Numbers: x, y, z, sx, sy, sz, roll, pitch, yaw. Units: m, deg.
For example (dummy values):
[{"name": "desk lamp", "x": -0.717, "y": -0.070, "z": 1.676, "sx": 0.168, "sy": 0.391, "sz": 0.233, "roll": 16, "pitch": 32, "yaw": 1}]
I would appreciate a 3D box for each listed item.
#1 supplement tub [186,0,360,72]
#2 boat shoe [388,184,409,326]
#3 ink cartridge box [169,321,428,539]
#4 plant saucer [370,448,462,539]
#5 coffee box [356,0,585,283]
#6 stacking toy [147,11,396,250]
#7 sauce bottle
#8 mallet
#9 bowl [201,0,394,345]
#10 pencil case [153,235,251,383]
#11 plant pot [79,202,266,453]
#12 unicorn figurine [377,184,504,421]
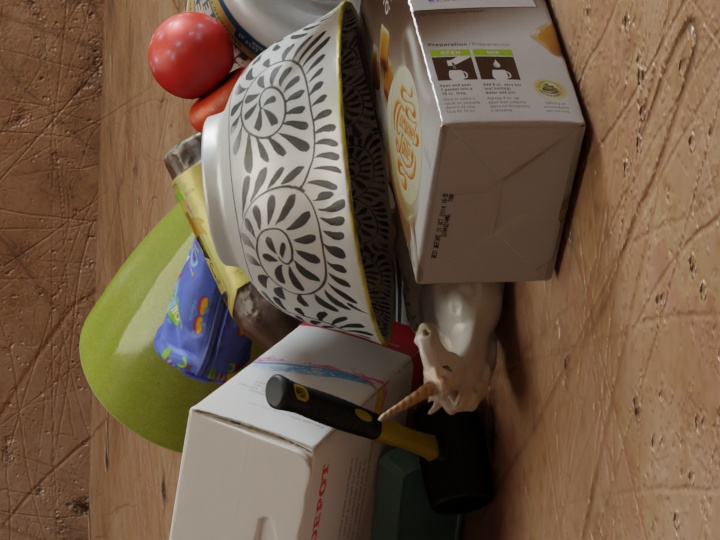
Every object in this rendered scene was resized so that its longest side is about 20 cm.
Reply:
[{"name": "supplement tub", "x": -0.038, "y": -0.177, "z": 1.599, "sx": 0.200, "sy": 0.143, "sz": 0.146, "roll": 126, "pitch": 141, "yaw": -71}, {"name": "boat shoe", "x": 0.000, "y": 0.000, "z": 1.622, "sx": 0.200, "sy": 0.067, "sz": 0.072, "roll": -108, "pitch": 20, "yaw": -55}, {"name": "ink cartridge box", "x": -0.034, "y": 0.124, "z": 1.455, "sx": 0.200, "sy": 0.085, "sz": 0.149, "roll": -33, "pitch": -43, "yaw": -61}, {"name": "plant saucer", "x": 0.033, "y": 0.189, "z": 1.506, "sx": 0.019, "sy": 0.070, "sz": 0.201, "roll": 36, "pitch": 132, "yaw": 38}, {"name": "coffee box", "x": 0.055, "y": -0.103, "z": 1.310, "sx": 0.115, "sy": 0.079, "sz": 0.201, "roll": 100, "pitch": 164, "yaw": -44}, {"name": "stacking toy", "x": -0.060, "y": -0.079, "z": 1.531, "sx": 0.200, "sy": 0.085, "sz": 0.085, "roll": 53, "pitch": 174, "yaw": -11}, {"name": "sauce bottle", "x": -0.068, "y": 0.000, "z": 1.644, "sx": 0.201, "sy": 0.064, "sz": 0.065, "roll": 66, "pitch": 164, "yaw": 8}, {"name": "mallet", "x": 0.010, "y": 0.081, "z": 1.375, "sx": 0.200, "sy": 0.041, "sz": 0.066, "roll": 32, "pitch": -137, "yaw": -47}, {"name": "bowl", "x": -0.039, "y": -0.052, "z": 1.418, "sx": 0.201, "sy": 0.093, "sz": 0.203, "roll": -6, "pitch": -90, "yaw": -84}, {"name": "pencil case", "x": -0.099, "y": -0.006, "z": 1.810, "sx": 0.087, "sy": 0.077, "sz": 0.201, "roll": -73, "pitch": 1, "yaw": -54}, {"name": "plant pot", "x": -0.111, "y": 0.016, "z": 1.966, "sx": 0.201, "sy": 0.186, "sz": 0.188, "roll": 118, "pitch": 151, "yaw": -41}, {"name": "unicorn figurine", "x": 0.051, "y": 0.012, "z": 1.404, "sx": 0.200, "sy": 0.073, "sz": 0.139, "roll": 10, "pitch": -102, "yaw": -85}]
